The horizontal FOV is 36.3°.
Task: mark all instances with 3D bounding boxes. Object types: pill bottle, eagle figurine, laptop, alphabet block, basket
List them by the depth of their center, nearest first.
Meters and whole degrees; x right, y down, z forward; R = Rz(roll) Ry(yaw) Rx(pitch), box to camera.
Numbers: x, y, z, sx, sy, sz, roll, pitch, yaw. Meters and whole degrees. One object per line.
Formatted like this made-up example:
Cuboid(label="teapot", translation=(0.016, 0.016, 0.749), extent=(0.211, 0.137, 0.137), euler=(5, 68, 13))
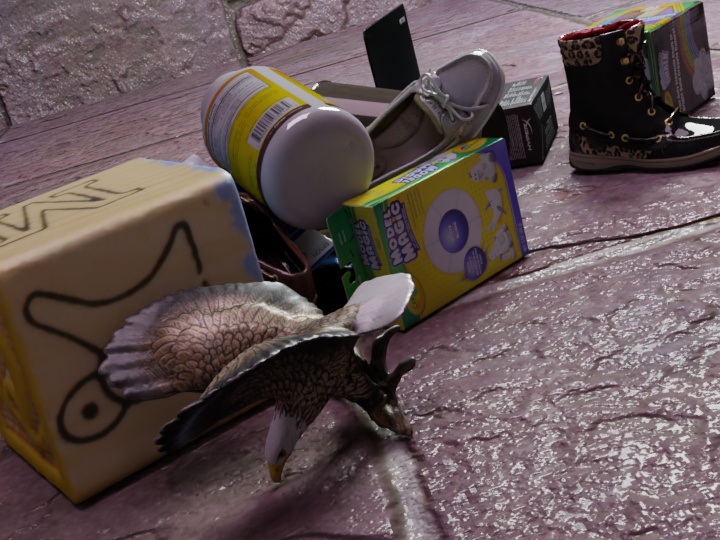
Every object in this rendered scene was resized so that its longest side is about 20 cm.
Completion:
Cuboid(label="eagle figurine", translation=(-0.058, 0.068, 0.750), extent=(0.151, 0.198, 0.153), euler=(-40, 42, 41))
Cuboid(label="alphabet block", translation=(-0.202, 0.035, 0.886), extent=(0.198, 0.198, 0.195), euler=(-25, 19, -29))
Cuboid(label="pill bottle", translation=(-0.077, -0.120, 1.004), extent=(0.108, 0.111, 0.200), euler=(-22, 32, -20))
Cuboid(label="basket", translation=(0.057, -0.130, 1.223), extent=(0.197, 0.181, 0.138), euler=(5, 58, 24))
Cuboid(label="laptop", translation=(0.009, -0.218, 1.415), extent=(0.200, 0.103, 0.177), euler=(-48, 1, 30))

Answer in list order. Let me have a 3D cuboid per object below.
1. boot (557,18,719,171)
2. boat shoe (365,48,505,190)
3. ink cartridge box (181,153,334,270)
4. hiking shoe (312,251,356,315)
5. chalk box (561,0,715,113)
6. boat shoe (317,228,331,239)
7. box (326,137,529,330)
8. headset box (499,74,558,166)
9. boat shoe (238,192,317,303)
Cuboid(label="boot", translation=(0.304, -0.189, 1.172), extent=(0.198, 0.153, 0.073), euler=(1, 24, 39))
Cuboid(label="boat shoe", translation=(0.050, -0.130, 1.027), extent=(0.201, 0.075, 0.065), euler=(-36, -5, 13))
Cuboid(label="ink cartridge box", translation=(-0.120, -0.031, 1.018), extent=(0.199, 0.037, 0.095), euler=(31, 60, 30))
Cuboid(label="hiking shoe", translation=(0.000, 0.000, 1.027), extent=(0.198, 0.075, 0.087), euler=(-31, 27, -11))
Cuboid(label="chalk box", translation=(0.329, -0.239, 1.336), extent=(0.123, 0.126, 0.199), euler=(4, 25, 43))
Cuboid(label="boat shoe", translation=(0.011, -0.035, 1.113), extent=(0.197, 0.061, 0.074), euler=(-18, 19, -6))
Cuboid(label="box", translation=(0.062, -0.032, 0.979), extent=(0.198, 0.119, 0.048), euler=(-29, 22, -32))
Cuboid(label="headset box", translation=(0.140, -0.178, 1.389), extent=(0.197, 0.076, 0.149), euler=(-8, 20, 21))
Cuboid(label="boat shoe", translation=(-0.100, -0.031, 0.946), extent=(0.070, 0.071, 0.200), euler=(-25, 50, -29))
